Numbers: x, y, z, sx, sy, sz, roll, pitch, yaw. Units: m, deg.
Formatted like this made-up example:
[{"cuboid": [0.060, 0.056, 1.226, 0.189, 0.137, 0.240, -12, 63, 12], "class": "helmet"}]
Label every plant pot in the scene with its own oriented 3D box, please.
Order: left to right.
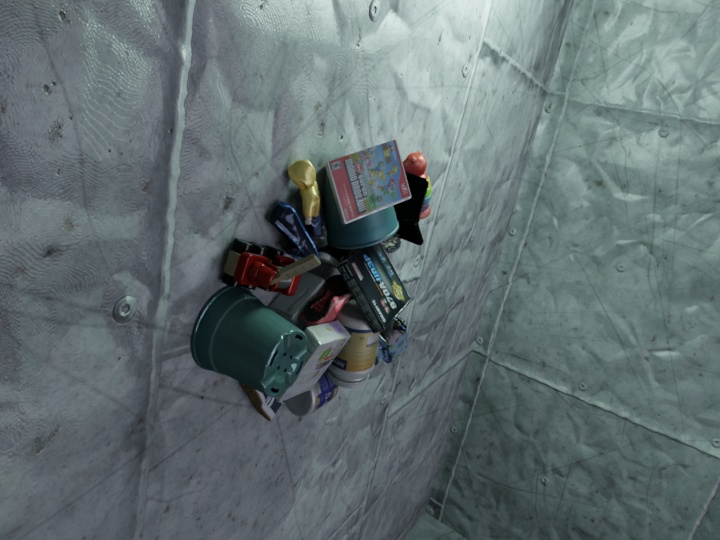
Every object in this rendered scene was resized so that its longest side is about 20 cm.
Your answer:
[{"cuboid": [-0.230, 0.163, 1.153, 0.200, 0.192, 0.206, -41, 143, -41], "class": "plant pot"}, {"cuboid": [-0.010, -0.186, 1.345, 0.199, 0.195, 0.194, -38, 127, -44], "class": "plant pot"}]

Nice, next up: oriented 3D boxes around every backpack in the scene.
[{"cuboid": [0.050, 0.190, 1.609, 0.146, 0.183, 0.202, -38, 151, -11], "class": "backpack"}]

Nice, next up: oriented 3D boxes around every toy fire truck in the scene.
[{"cuboid": [-0.171, 0.001, 1.145, 0.175, 0.195, 0.133, 13, 99, -62], "class": "toy fire truck"}]

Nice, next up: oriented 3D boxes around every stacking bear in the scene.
[{"cuboid": [0.175, -0.280, 1.713, 0.121, 0.111, 0.206, -40, 137, -43], "class": "stacking bear"}]

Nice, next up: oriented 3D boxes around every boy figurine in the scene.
[{"cuboid": [-0.123, -0.164, 1.253, 0.204, 0.062, 0.127, 78, 9, -45], "class": "boy figurine"}]

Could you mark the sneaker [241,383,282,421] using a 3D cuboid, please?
[{"cuboid": [-0.237, 0.299, 1.368, 0.109, 0.069, 0.203, -50, 153, -27], "class": "sneaker"}]

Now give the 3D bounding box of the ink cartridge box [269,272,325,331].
[{"cuboid": [-0.149, 0.124, 1.399, 0.145, 0.082, 0.204, -50, 148, -34], "class": "ink cartridge box"}]

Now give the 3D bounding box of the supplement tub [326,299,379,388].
[{"cuboid": [-0.022, 0.200, 1.444, 0.143, 0.141, 0.207, -22, 126, -55], "class": "supplement tub"}]

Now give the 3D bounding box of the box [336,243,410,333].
[{"cuboid": [0.038, 0.034, 1.381, 0.158, 0.045, 0.204, -38, 101, -49], "class": "box"}]

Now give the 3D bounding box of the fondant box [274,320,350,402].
[{"cuboid": [-0.127, 0.223, 1.315, 0.202, 0.058, 0.143, -53, 158, 21], "class": "fondant box"}]

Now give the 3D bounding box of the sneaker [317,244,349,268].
[{"cuboid": [-0.067, -0.069, 1.432, 0.200, 0.071, 0.116, 31, 77, -77], "class": "sneaker"}]

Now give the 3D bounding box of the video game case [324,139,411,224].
[{"cuboid": [0.022, -0.211, 1.254, 0.195, 0.017, 0.148, -23, 102, -24], "class": "video game case"}]

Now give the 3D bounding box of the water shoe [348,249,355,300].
[{"cuboid": [0.000, 0.000, 1.480, 0.072, 0.076, 0.207, -49, 155, -64], "class": "water shoe"}]

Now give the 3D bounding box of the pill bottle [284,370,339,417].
[{"cuboid": [-0.126, 0.333, 1.547, 0.198, 0.117, 0.124, -17, 123, -57], "class": "pill bottle"}]

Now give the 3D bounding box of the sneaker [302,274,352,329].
[{"cuboid": [-0.081, 0.087, 1.357, 0.199, 0.073, 0.089, -42, 155, -37], "class": "sneaker"}]

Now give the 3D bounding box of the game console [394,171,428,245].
[{"cuboid": [0.106, -0.190, 1.532, 0.119, 0.195, 0.177, -58, 151, -16], "class": "game console"}]

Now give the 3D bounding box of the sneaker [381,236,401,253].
[{"cuboid": [0.030, -0.060, 1.618, 0.195, 0.084, 0.080, -19, 97, -31], "class": "sneaker"}]

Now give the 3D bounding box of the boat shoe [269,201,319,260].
[{"cuboid": [-0.164, -0.072, 1.263, 0.069, 0.083, 0.203, -47, 130, -21], "class": "boat shoe"}]
